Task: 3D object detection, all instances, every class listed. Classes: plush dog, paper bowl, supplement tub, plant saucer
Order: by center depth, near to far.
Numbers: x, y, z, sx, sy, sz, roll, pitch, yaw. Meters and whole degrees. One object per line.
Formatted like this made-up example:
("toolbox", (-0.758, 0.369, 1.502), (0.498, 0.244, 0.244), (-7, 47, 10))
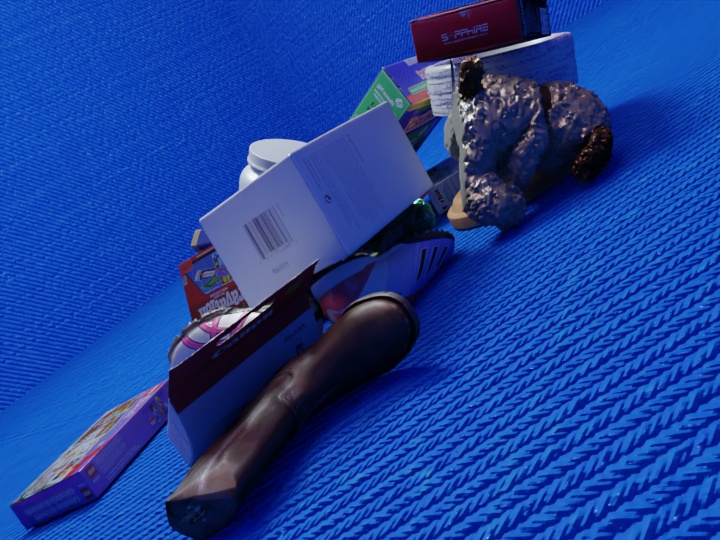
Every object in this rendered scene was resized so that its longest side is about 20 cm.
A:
("plush dog", (0.187, -0.161, 0.814), (0.166, 0.164, 0.203), (-4, 40, -2))
("plant saucer", (0.194, -0.120, 0.943), (0.197, 0.033, 0.201), (-32, 11, 7))
("paper bowl", (0.189, -0.241, 0.991), (0.195, 0.107, 0.201), (-12, 18, 4))
("supplement tub", (-0.117, -0.082, 1.134), (0.141, 0.205, 0.146), (7, 24, -3))

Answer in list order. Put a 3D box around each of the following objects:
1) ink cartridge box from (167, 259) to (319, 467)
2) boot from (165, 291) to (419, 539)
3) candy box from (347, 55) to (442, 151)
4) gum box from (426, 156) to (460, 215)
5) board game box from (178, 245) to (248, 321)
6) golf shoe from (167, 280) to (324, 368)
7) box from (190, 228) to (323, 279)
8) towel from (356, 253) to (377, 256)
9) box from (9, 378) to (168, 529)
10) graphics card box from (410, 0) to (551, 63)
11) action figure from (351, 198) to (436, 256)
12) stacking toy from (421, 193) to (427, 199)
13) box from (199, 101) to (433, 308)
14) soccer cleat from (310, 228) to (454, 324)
("ink cartridge box", (-0.098, 0.089, 0.670), (0.160, 0.050, 0.201), (-39, -9, -27))
("boot", (-0.054, 0.113, 0.571), (0.186, 0.065, 0.200), (-42, 0, 40))
("candy box", (0.053, -0.226, 1.132), (0.168, 0.077, 0.201), (-32, -15, -45))
("gum box", (0.186, -0.167, 1.123), (0.197, 0.045, 0.170), (-31, 12, 8))
("board game box", (-0.166, 0.013, 0.962), (0.198, 0.106, 0.019), (-23, -10, 42))
("golf shoe", (-0.132, 0.083, 0.840), (0.196, 0.094, 0.072), (-26, -23, 14))
("box", (-0.119, -0.026, 1.006), (0.196, 0.121, 0.033), (-10, 54, 31))
("towel", (0.000, 0.000, 1.011), (0.142, 0.023, 0.200), (-33, 10, 5))
("box", (-0.321, 0.223, 0.930), (0.135, 0.040, 0.200), (-29, 12, 27))
("graphics card box", (0.148, -0.285, 0.879), (0.122, 0.052, 0.200), (-7, 15, 25))
("action figure", (0.035, -0.044, 0.888), (0.117, 0.055, 0.199), (-37, 7, -23))
("stacking toy", (0.032, -0.098, 1.092), (0.085, 0.086, 0.199), (-40, 4, -34))
("box", (-0.040, -0.072, 0.781), (0.151, 0.108, 0.200), (-27, 8, 39))
("soccer cleat", (0.036, 0.012, 0.775), (0.197, 0.074, 0.068), (-20, -12, -42))
